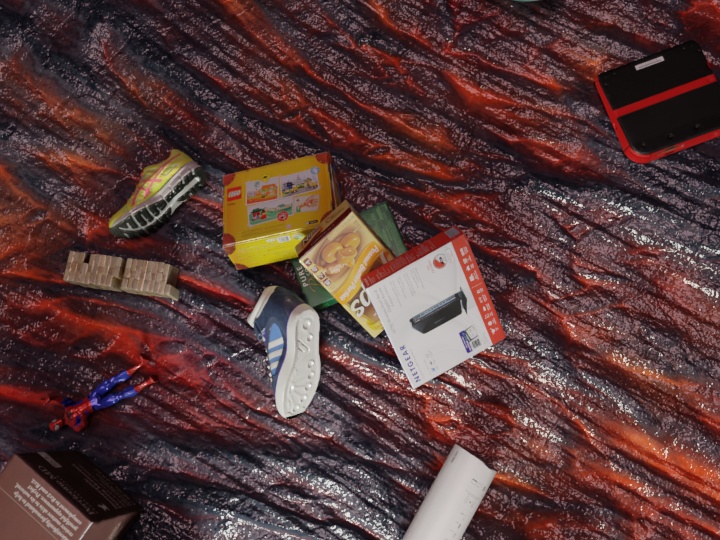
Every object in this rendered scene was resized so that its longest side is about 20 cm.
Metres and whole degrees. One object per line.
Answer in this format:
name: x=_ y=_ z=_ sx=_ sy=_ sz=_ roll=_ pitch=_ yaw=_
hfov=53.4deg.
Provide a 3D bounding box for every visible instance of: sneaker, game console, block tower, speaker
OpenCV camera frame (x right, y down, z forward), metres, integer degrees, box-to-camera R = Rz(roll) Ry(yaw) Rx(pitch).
sneaker: x=-0.136 y=0.128 z=1.210 sx=0.145 sy=0.079 sz=0.206 roll=26 pitch=115 yaw=45
game console: x=0.532 y=-0.295 z=1.254 sx=0.195 sy=0.031 sz=0.181 roll=-19 pitch=72 yaw=1
block tower: x=-0.416 y=0.008 z=1.262 sx=0.194 sy=0.054 sz=0.060 roll=9 pitch=79 yaw=7
sneaker: x=-0.374 y=-0.139 z=1.286 sx=0.199 sy=0.079 sz=0.091 roll=-39 pitch=69 yaw=-10
speaker: x=0.132 y=0.380 z=1.116 sx=0.080 sy=0.081 sz=0.203 roll=29 pitch=82 yaw=11

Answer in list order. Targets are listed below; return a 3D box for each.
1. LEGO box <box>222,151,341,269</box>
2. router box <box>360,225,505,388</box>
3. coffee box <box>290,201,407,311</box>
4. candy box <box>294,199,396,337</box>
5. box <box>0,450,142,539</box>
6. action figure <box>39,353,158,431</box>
LEGO box: x=-0.133 y=-0.102 z=1.219 sx=0.194 sy=0.078 sz=0.153 roll=-11 pitch=58 yaw=8
router box: x=0.118 y=0.061 z=1.148 sx=0.176 sy=0.049 sz=0.203 roll=-28 pitch=114 yaw=-2
coffee box: x=-0.020 y=-0.023 z=1.236 sx=0.196 sy=0.044 sz=0.126 roll=-25 pitch=76 yaw=-1
candy box: x=0.000 y=0.000 z=1.156 sx=0.115 sy=0.056 sz=0.200 roll=-40 pitch=118 yaw=7
box: x=-0.476 y=0.398 z=1.109 sx=0.164 sy=0.200 sz=0.166 roll=35 pitch=82 yaw=11
action figure: x=-0.449 y=0.212 z=1.202 sx=0.197 sy=0.099 sz=0.066 roll=-33 pitch=75 yaw=0
